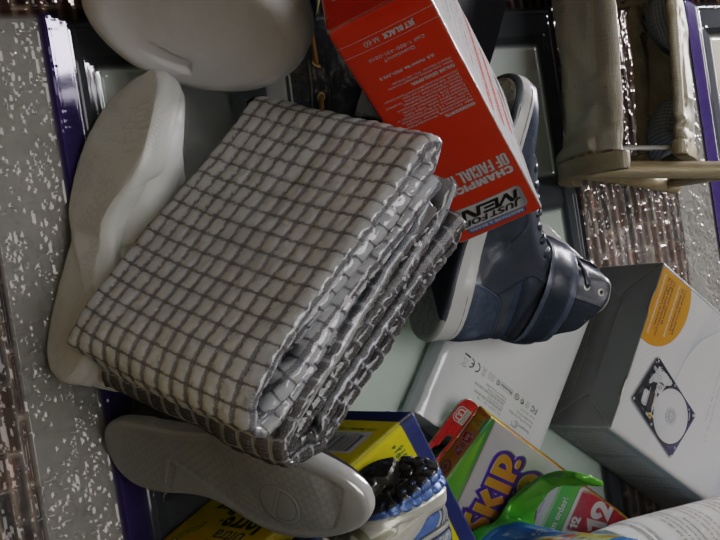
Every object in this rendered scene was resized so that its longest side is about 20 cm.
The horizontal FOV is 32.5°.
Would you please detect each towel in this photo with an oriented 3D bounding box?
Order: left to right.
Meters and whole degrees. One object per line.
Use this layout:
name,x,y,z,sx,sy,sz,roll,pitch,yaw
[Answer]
towel,-0.049,0.002,0.715,0.201,0.165,0.086,-55,136,-20

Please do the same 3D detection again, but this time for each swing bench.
swing bench,0.239,-0.173,1.050,0.199,0.129,0.201,1,86,-32

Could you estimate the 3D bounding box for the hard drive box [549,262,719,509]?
hard drive box,0.272,0.110,1.079,0.200,0.077,0.157,35,67,-31

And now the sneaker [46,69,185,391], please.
sneaker,-0.135,-0.023,0.786,0.088,0.075,0.202,16,86,-40

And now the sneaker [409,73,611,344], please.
sneaker,0.128,-0.039,0.919,0.145,0.077,0.204,7,110,-27

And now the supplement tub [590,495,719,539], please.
supplement tub,0.281,0.247,0.975,0.199,0.132,0.133,-6,90,-25

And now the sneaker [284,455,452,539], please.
sneaker,-0.010,0.193,0.718,0.199,0.077,0.086,-32,109,-35

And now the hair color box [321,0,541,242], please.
hair color box,0.040,-0.122,0.750,0.200,0.064,0.111,52,21,-46

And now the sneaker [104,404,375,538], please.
sneaker,-0.057,0.099,0.760,0.099,0.199,0.071,-39,125,-43

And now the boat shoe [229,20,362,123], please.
boat shoe,-0.034,-0.082,0.861,0.090,0.071,0.202,-5,87,-34

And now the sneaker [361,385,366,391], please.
sneaker,0.000,0.000,0.868,0.075,0.087,0.201,33,79,-10

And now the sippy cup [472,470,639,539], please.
sippy cup,0.148,0.243,0.879,0.139,0.130,0.179,-21,91,-44

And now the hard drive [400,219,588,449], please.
hard drive,0.119,0.058,0.997,0.132,0.026,0.201,38,64,-29

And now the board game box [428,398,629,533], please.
board game box,0.121,0.186,0.966,0.200,0.030,0.096,38,90,-27

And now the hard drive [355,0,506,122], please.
hard drive,0.059,-0.164,0.922,0.135,0.042,0.201,61,46,-59

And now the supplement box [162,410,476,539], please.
supplement box,-0.039,0.191,0.810,0.200,0.109,0.109,-36,108,-35

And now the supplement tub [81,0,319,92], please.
supplement tub,-0.084,-0.231,0.781,0.144,0.144,0.201,28,59,-32
